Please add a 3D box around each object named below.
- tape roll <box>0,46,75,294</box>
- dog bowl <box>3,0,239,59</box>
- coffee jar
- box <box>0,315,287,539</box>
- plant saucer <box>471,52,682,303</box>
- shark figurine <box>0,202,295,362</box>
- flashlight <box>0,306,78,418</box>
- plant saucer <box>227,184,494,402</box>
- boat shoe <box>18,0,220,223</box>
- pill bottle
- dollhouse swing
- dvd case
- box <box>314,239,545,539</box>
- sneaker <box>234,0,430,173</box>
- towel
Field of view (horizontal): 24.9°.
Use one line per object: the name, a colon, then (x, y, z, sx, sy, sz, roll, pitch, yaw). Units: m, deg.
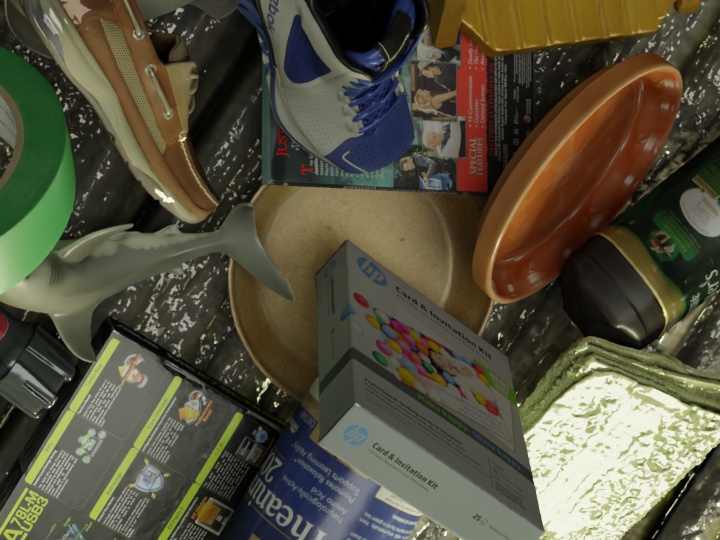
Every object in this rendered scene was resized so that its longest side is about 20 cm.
tape roll: (-0.274, -0.059, 0.991, 0.198, 0.202, 0.048, -13, 141, -12)
dog bowl: (-0.134, -0.211, 1.005, 0.198, 0.200, 0.059, -24, 72, -9)
coffee jar: (0.235, -0.024, 1.173, 0.199, 0.104, 0.086, -37, 78, -9)
box: (-0.149, 0.166, 1.149, 0.192, 0.048, 0.201, 31, 92, -17)
plant saucer: (0.145, -0.065, 1.123, 0.032, 0.200, 0.201, 40, 89, 21)
shark figurine: (-0.162, 0.013, 1.082, 0.212, 0.128, 0.091, -9, 91, -32)
flashlight: (-0.276, 0.020, 1.067, 0.200, 0.068, 0.068, 41, 56, -14)
plant saucer: (0.000, 0.000, 1.159, 0.197, 0.035, 0.203, -3, 103, -15)
boat shoe: (-0.128, -0.109, 0.980, 0.071, 0.076, 0.201, -34, 133, -4)
pill bottle: (-0.034, 0.182, 1.104, 0.110, 0.111, 0.201, 31, 92, -19)
dollhouse swing: (0.148, -0.258, 1.059, 0.197, 0.176, 0.184, -9, 83, -14)
dvd case: (0.028, -0.127, 1.119, 0.197, 0.022, 0.148, 1, 86, -22)
box: (0.041, 0.082, 1.064, 0.155, 0.201, 0.041, 36, 111, -19)
sneaker: (-0.007, -0.128, 0.997, 0.081, 0.115, 0.200, -44, 134, -16)
towel: (0.170, 0.129, 1.190, 0.147, 0.037, 0.201, 20, 127, -19)
